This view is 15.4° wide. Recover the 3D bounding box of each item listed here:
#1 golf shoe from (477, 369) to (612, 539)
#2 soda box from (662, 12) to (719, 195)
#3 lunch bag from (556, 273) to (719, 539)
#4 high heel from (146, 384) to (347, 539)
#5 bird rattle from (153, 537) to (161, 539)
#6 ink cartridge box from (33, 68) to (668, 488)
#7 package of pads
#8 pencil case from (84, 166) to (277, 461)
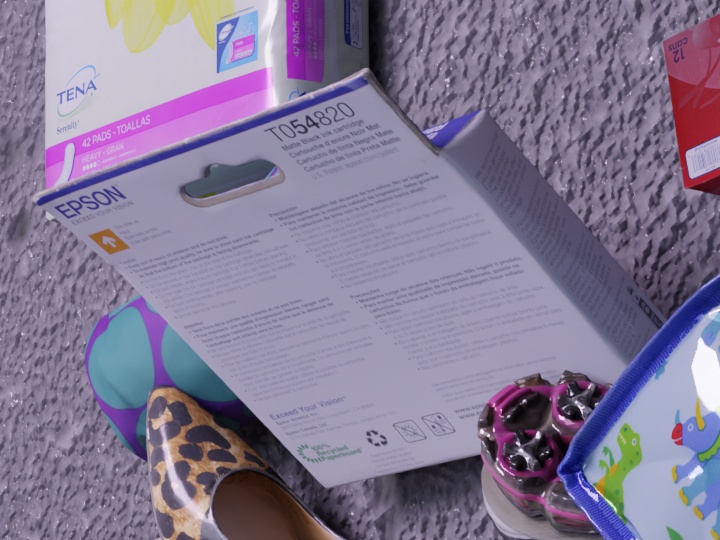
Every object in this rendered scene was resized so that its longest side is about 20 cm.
[{"bbox_3d":[0.127,0.121,1.015,0.200,0.073,0.092,39,152,36],"label":"golf shoe"},{"bbox_3d":[0.205,-0.083,0.950,0.200,0.070,0.064,-24,65,45],"label":"soda box"},{"bbox_3d":[0.196,0.042,0.857,0.200,0.170,0.128,-56,45,23],"label":"lunch bag"},{"bbox_3d":[-0.013,0.110,1.147,0.143,0.071,0.200,-43,73,42],"label":"high heel"},{"bbox_3d":[-0.099,0.201,1.258,0.163,0.113,0.200,-54,32,11],"label":"bird rattle"},{"bbox_3d":[0.000,0.000,1.075,0.199,0.200,0.041,-16,38,42],"label":"ink cartridge box"},{"bbox_3d":[-0.079,-0.112,1.292,0.200,0.068,0.155,-16,71,47],"label":"package of pads"},{"bbox_3d":[-0.044,0.009,1.212,0.200,0.085,0.093,-40,19,39],"label":"pencil case"}]
